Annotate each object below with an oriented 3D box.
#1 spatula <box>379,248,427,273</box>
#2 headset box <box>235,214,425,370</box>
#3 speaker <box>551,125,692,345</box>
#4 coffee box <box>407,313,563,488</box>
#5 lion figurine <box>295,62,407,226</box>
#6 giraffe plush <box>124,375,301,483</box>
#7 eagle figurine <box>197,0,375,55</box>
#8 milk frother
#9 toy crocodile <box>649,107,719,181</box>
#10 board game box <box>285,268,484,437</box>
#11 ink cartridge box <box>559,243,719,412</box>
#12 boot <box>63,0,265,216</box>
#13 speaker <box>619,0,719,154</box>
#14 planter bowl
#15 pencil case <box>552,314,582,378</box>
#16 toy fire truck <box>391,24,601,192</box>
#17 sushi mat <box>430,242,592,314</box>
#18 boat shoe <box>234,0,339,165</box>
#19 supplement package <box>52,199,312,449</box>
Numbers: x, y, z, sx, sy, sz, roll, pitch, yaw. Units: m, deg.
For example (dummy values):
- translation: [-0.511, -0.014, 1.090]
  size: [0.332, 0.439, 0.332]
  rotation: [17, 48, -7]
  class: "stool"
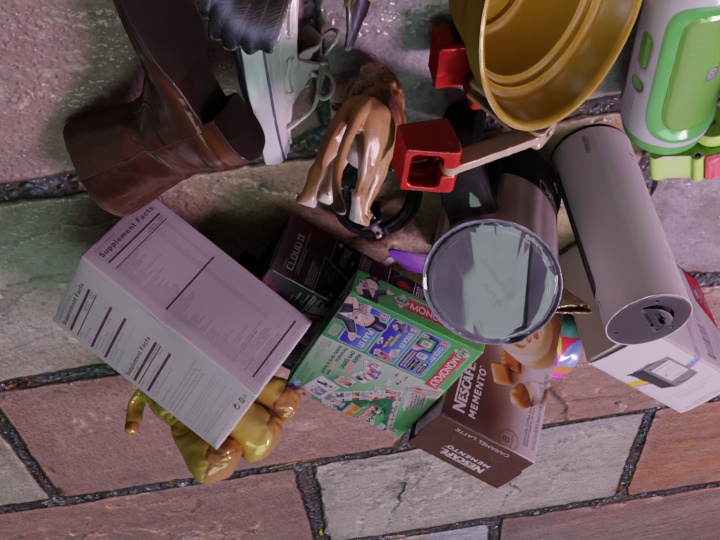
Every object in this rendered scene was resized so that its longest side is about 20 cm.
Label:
- translation: [0.000, 0.000, 1.125]
  size: [0.198, 0.021, 0.057]
  rotation: [-7, 154, 24]
  class: "spatula"
- translation: [-0.040, 0.041, 1.110]
  size: [0.199, 0.076, 0.149]
  rotation: [28, 142, -12]
  class: "headset box"
- translation: [0.239, -0.034, 1.017]
  size: [0.080, 0.202, 0.082]
  rotation: [-7, 146, -5]
  class: "speaker"
- translation: [0.134, 0.104, 1.143]
  size: [0.114, 0.201, 0.080]
  rotation: [28, 143, -10]
  class: "coffee box"
- translation: [0.002, -0.104, 0.857]
  size: [0.072, 0.200, 0.124]
  rotation: [20, 97, -6]
  class: "lion figurine"
- translation: [-0.170, 0.103, 1.187]
  size: [0.198, 0.173, 0.163]
  rotation: [21, 137, 15]
  class: "giraffe plush"
- translation: [-0.011, -0.234, 0.731]
  size: [0.151, 0.152, 0.199]
  rotation: [38, 145, -19]
  class: "eagle figurine"
- translation: [0.071, -0.033, 0.986]
  size: [0.199, 0.189, 0.181]
  rotation: [-33, 106, 23]
  class: "milk frother"
- translation: [0.375, -0.121, 1.051]
  size: [0.198, 0.062, 0.068]
  rotation: [-12, 146, 4]
  class: "toy crocodile"
- translation: [0.019, 0.086, 1.053]
  size: [0.133, 0.029, 0.200]
  rotation: [24, 143, -8]
  class: "board game box"
- translation: [0.318, 0.054, 1.214]
  size: [0.085, 0.149, 0.199]
  rotation: [-35, 138, 31]
  class: "ink cartridge box"
- translation: [-0.192, -0.138, 0.886]
  size: [0.199, 0.064, 0.187]
  rotation: [-12, 116, 44]
  class: "boot"
- translation: [0.267, -0.188, 0.908]
  size: [0.087, 0.089, 0.201]
  rotation: [-8, 146, -2]
  class: "speaker"
- translation: [0.124, -0.212, 0.804]
  size: [0.199, 0.083, 0.202]
  rotation: [-29, 134, -34]
  class: "planter bowl"
- translation: [0.158, 0.081, 1.270]
  size: [0.198, 0.089, 0.089]
  rotation: [5, 143, -23]
  class: "pencil case"
- translation: [0.115, -0.140, 0.879]
  size: [0.198, 0.142, 0.049]
  rotation: [-8, 147, -9]
  class: "toy fire truck"
- translation: [0.143, 0.004, 1.085]
  size: [0.095, 0.200, 0.012]
  rotation: [-2, 109, -15]
  class: "sushi mat"
- translation: [-0.055, -0.170, 0.874]
  size: [0.085, 0.075, 0.203]
  rotation: [-14, 139, -8]
  class: "boat shoe"
- translation: [-0.167, 0.047, 1.030]
  size: [0.199, 0.114, 0.110]
  rotation: [38, 135, 0]
  class: "supplement package"
